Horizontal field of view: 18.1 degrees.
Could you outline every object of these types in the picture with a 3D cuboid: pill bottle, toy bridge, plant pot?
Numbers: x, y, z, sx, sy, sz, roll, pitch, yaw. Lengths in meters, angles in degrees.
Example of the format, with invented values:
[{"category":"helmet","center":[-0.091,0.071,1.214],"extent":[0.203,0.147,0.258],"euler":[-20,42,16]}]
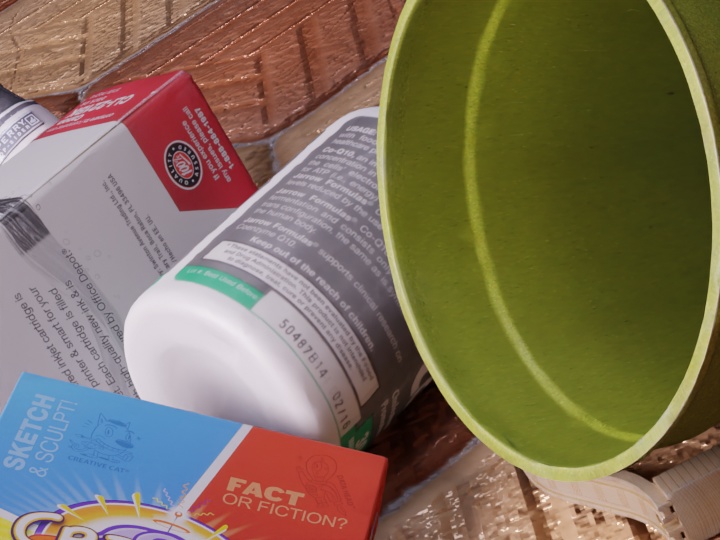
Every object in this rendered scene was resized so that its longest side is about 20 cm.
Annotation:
[{"category":"pill bottle","center":[0.000,0.000,0.989],"extent":[0.113,0.113,0.200],"euler":[4,38,46]},{"category":"toy bridge","center":[0.090,0.055,0.903],"extent":[0.067,0.027,0.200],"euler":[-27,27,-3]},{"category":"plant pot","center":[0.139,-0.038,0.836],"extent":[0.192,0.201,0.200],"euler":[-9,15,-32]}]

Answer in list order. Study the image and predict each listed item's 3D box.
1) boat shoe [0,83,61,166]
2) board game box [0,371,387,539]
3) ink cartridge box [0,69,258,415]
[{"category":"boat shoe","center":[-0.183,-0.035,1.143],"extent":[0.068,0.200,0.072],"euler":[40,70,16]},{"category":"board game box","center":[-0.081,0.126,0.813],"extent":[0.152,0.040,0.200],"euler":[13,35,3]},{"category":"ink cartridge box","center":[-0.128,0.027,1.008],"extent":[0.084,0.145,0.200],"euler":[-7,30,50]}]
